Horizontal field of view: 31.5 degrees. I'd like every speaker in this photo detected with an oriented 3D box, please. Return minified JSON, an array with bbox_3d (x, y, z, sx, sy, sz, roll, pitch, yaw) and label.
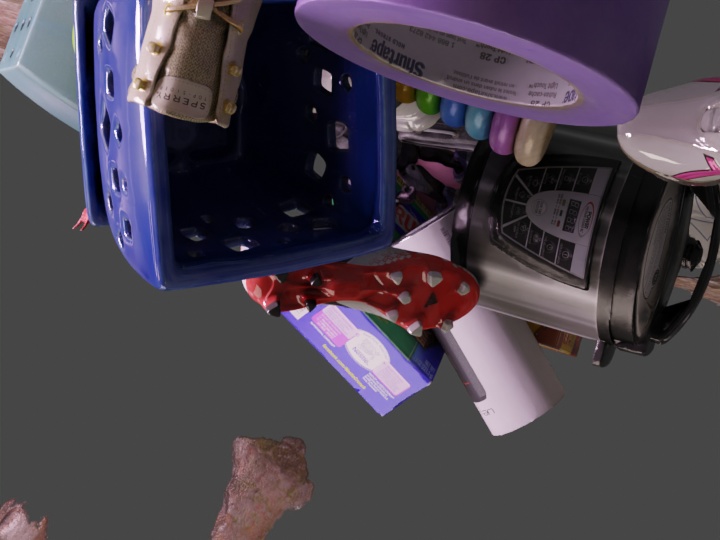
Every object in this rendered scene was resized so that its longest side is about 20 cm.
[{"bbox_3d":[0.106,0.046,1.157,0.201,0.081,0.081,60,173,-4],"label":"speaker"}]

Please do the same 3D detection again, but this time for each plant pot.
[{"bbox_3d":[-0.100,-0.114,0.917,0.198,0.203,0.179,-11,-159,-32],"label":"plant pot"},{"bbox_3d":[-0.232,-0.195,1.225,0.198,0.143,0.141,23,174,-28],"label":"plant pot"}]

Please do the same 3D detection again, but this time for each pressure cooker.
[{"bbox_3d":[0.191,-0.035,1.038,0.198,0.179,0.177,17,139,23],"label":"pressure cooker"}]

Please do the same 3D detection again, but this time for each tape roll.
[{"bbox_3d":[0.068,-0.151,0.706,0.197,0.086,0.200,16,178,1],"label":"tape roll"}]

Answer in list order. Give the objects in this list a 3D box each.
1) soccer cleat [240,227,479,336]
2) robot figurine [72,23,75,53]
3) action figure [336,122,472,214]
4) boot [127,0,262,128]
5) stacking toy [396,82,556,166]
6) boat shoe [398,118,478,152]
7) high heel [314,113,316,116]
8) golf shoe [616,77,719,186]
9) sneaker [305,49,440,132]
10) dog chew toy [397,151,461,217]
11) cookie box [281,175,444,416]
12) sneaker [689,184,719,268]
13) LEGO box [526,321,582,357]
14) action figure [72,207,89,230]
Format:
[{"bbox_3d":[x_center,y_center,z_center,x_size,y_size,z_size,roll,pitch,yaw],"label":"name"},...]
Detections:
[{"bbox_3d":[0.000,0.000,0.993,0.197,0.069,0.086,4,-146,-22],"label":"soccer cleat"},{"bbox_3d":[-0.164,-0.173,1.064,0.114,0.177,0.200,-13,150,9],"label":"robot figurine"},{"bbox_3d":[0.051,-0.107,1.203,0.198,0.132,0.069,21,168,-29],"label":"action figure"},{"bbox_3d":[-0.079,-0.158,0.691,0.071,0.157,0.200,17,178,-10],"label":"boot"},{"bbox_3d":[0.055,-0.150,0.962,0.198,0.086,0.085,21,178,10],"label":"stacking toy"},{"bbox_3d":[0.128,-0.118,1.161,0.197,0.072,0.072,15,177,2],"label":"boat shoe"},{"bbox_3d":[-0.091,-0.147,1.236,0.067,0.097,0.199,26,159,-36],"label":"high heel"},{"bbox_3d":[0.259,-0.098,0.823,0.198,0.074,0.092,4,166,26],"label":"golf shoe"},{"bbox_3d":[-0.022,-0.177,1.102,0.198,0.075,0.080,11,161,27],"label":"sneaker"},{"bbox_3d":[0.044,-0.087,1.348,0.198,0.126,0.124,-12,163,30],"label":"dog chew toy"},{"bbox_3d":[0.016,0.006,1.215,0.171,0.075,0.201,46,-145,-12],"label":"cookie box"},{"bbox_3d":[0.318,-0.051,1.208,0.198,0.088,0.074,20,178,-28],"label":"sneaker"},{"bbox_3d":[0.197,-0.026,1.261,0.076,0.203,0.149,16,178,18],"label":"LEGO box"},{"bbox_3d":[-0.188,-0.058,1.175,0.199,0.100,0.065,20,172,45],"label":"action figure"}]
